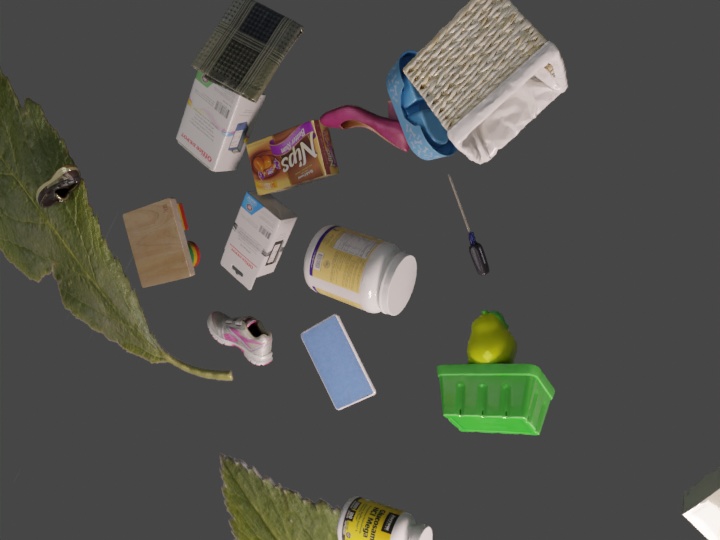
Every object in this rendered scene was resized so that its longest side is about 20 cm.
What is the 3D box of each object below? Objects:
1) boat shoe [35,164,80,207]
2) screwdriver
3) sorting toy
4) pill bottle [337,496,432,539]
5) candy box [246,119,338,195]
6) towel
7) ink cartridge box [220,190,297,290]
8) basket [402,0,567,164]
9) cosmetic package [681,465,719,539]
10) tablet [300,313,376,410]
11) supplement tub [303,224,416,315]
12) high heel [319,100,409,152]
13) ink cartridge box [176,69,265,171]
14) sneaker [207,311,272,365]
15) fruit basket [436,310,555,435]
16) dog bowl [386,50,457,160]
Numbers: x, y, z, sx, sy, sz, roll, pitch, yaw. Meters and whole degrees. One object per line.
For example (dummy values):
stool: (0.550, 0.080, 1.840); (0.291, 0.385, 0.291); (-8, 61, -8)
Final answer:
boat shoe: (-0.895, -0.236, 1.729); (0.199, 0.073, 0.066); (-34, 78, 33)
screwdriver: (0.205, -0.088, 1.106); (0.029, 0.028, 0.204); (-16, 92, 3)
sorting toy: (-0.511, -0.073, 1.530); (0.197, 0.069, 0.203); (-10, 96, 33)
pill bottle: (0.055, 0.588, 1.307); (0.197, 0.112, 0.115); (4, 104, 30)
candy box: (-0.150, -0.243, 1.273); (0.197, 0.056, 0.119); (-9, 96, 34)
towel: (-0.240, -0.470, 1.242); (0.191, 0.035, 0.202); (32, 85, 17)
ink cartridge box: (-0.241, -0.070, 1.362); (0.116, 0.068, 0.202); (38, 118, 19)
basket: (0.202, -0.305, 0.940); (0.200, 0.197, 0.162); (-42, 75, 19)
cosmetic package: (0.632, 0.422, 0.932); (0.200, 0.073, 0.104); (43, 120, 15)
tablet: (-0.053, 0.212, 1.345); (0.129, 0.014, 0.203); (-30, 84, 34)
supplement tub: (0.000, 0.000, 1.183); (0.197, 0.145, 0.148); (19, 111, 26)
high heel: (0.007, -0.276, 1.156); (0.197, 0.067, 0.098); (-1, 91, 29)
ink cartridge box: (-0.323, -0.350, 1.337); (0.145, 0.087, 0.202); (39, 116, 20)
sneaker: (-0.290, 0.146, 1.444); (0.198, 0.081, 0.089); (27, 113, 15)
fruit basket: (0.251, 0.190, 1.099); (0.213, 0.156, 0.219); (-19, 49, 24)
dog bowl: (0.111, -0.296, 1.070); (0.049, 0.111, 0.203); (-22, 90, 46)
